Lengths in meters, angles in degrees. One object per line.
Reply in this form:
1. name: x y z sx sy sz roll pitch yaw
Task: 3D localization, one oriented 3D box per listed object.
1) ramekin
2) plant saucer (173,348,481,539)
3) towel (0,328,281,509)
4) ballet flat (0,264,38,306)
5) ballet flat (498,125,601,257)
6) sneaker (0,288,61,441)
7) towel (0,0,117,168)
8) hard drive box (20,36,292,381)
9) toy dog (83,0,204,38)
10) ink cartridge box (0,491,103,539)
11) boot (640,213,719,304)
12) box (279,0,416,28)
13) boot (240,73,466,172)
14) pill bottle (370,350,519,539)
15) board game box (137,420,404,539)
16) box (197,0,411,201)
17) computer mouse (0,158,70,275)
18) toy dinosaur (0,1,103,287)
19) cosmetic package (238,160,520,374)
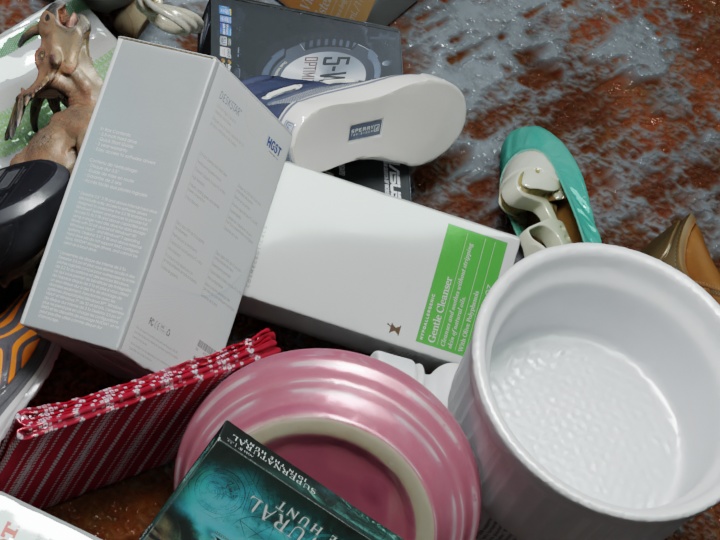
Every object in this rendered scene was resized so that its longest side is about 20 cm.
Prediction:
1. ramekin: 0.152 0.091 1.471 0.200 0.098 0.201 10 56 -14
2. plant saucer: -0.024 0.149 1.432 0.200 0.201 0.051 26 24 -1
3. towel: -0.154 0.103 1.453 0.199 0.145 0.023 -18 67 -33
4. ballet flat: -0.304 0.033 1.521 0.199 0.066 0.057 -20 107 -34
5. ballet flat: 0.144 -0.038 1.736 0.070 0.067 0.201 17 43 -49
6. sneaker: -0.271 0.062 1.464 0.112 0.077 0.200 41 45 -16
7. towel: -0.208 -0.104 1.646 0.149 0.031 0.200 -34 67 -21
8. hard drive box: -0.130 -0.030 1.496 0.076 0.156 0.201 14 79 21
9. toy dog: -0.179 -0.245 1.700 0.132 0.200 0.097 33 80 -24
10. ink cartridge box: -0.165 0.242 1.352 0.199 0.083 0.147 25 68 -1
11. boot: 0.275 0.048 1.730 0.155 0.074 0.200 44 22 -11
12. box: -0.033 -0.304 1.828 0.200 0.153 0.106 37 49 10
13. boot: -0.013 -0.121 1.687 0.090 0.073 0.200 27 22 37
14. pill bottle: 0.090 0.130 1.554 0.199 0.114 0.114 18 48 -8
15. board game box: -0.039 0.200 1.412 0.200 0.135 0.028 34 25 -5
16. box: -0.045 -0.115 1.743 0.159 0.044 0.201 10 50 -15
17. computer mouse: -0.270 -0.022 1.492 0.053 0.199 0.139 67 28 -23
18. toy dinosaur: -0.213 -0.072 1.569 0.135 0.086 0.201 24 72 19
19. cosmetic package: 0.000 0.000 1.620 0.199 0.085 0.108 17 79 -10
